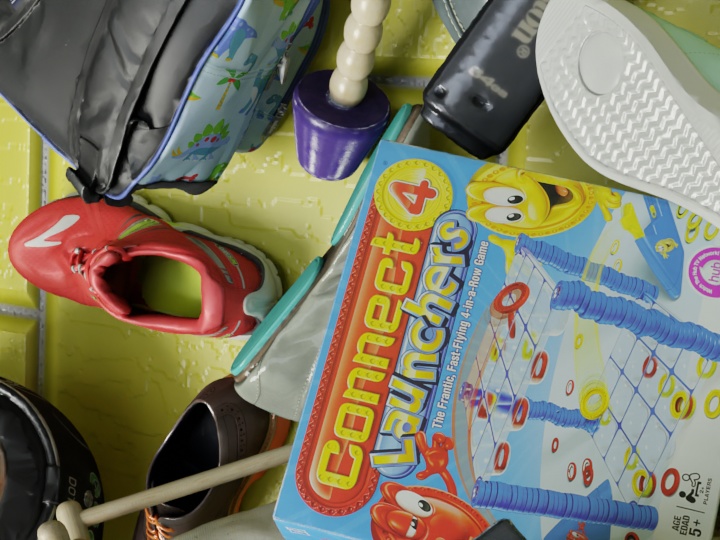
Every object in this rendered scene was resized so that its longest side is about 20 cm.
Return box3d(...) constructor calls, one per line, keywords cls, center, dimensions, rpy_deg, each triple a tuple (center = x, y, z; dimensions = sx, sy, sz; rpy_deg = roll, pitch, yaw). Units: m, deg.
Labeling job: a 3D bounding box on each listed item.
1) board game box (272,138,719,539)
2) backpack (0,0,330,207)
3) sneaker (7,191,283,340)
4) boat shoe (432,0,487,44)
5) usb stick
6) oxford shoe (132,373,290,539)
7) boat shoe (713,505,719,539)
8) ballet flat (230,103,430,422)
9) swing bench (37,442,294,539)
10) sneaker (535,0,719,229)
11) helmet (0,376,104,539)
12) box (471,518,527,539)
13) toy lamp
box3d(cls="board game box", center=(0.080, 0.054, 0.746), dimensions=(0.195, 0.056, 0.200), rpy_deg=(12, 72, 9))
box3d(cls="backpack", center=(-0.107, -0.163, 0.868), dimensions=(0.183, 0.147, 0.200), rpy_deg=(45, 120, 19))
box3d(cls="sneaker", center=(-0.144, -0.005, 0.942), dimensions=(0.200, 0.085, 0.077), rpy_deg=(11, 99, 29))
box3d(cls="boat shoe", center=(0.049, -0.190, 0.820), dimensions=(0.073, 0.062, 0.200), rpy_deg=(-18, 87, 28))
box3d(cls="usb stick", center=(0.104, -0.147, 0.781), dimensions=(0.055, 0.033, 0.200), rpy_deg=(34, 101, -13))
box3d(cls="oxford shoe", center=(-0.114, 0.149, 0.946), dimensions=(0.071, 0.073, 0.200), rpy_deg=(31, 110, 25))
box3d(cls="boat shoe", center=(0.193, 0.145, 0.769), dimensions=(0.200, 0.073, 0.065), rpy_deg=(-6, 103, 35))
box3d(cls="ballet flat", center=(0.000, 0.000, 0.876), dimensions=(0.064, 0.067, 0.200), rpy_deg=(32, 106, -7))
box3d(cls="swing bench", center=(-0.045, 0.195, 0.829), dimensions=(0.199, 0.130, 0.200), rpy_deg=(-17, 89, -6))
box3d(cls="sneaker", center=(0.178, -0.071, 0.735), dimensions=(0.200, 0.118, 0.074), rpy_deg=(44, 130, 34))
box3d(cls="helmet", center=(-0.261, 0.154, 0.968), dimensions=(0.200, 0.200, 0.191), rpy_deg=(55, 161, 15))
box3d(cls="box", center=(0.073, 0.237, 0.642), dimensions=(0.124, 0.197, 0.200), rpy_deg=(-37, 70, -13))
box3d(cls="toy lamp", center=(0.002, -0.133, 0.827), dimensions=(0.058, 0.058, 0.200), rpy_deg=(38, 134, 23))
